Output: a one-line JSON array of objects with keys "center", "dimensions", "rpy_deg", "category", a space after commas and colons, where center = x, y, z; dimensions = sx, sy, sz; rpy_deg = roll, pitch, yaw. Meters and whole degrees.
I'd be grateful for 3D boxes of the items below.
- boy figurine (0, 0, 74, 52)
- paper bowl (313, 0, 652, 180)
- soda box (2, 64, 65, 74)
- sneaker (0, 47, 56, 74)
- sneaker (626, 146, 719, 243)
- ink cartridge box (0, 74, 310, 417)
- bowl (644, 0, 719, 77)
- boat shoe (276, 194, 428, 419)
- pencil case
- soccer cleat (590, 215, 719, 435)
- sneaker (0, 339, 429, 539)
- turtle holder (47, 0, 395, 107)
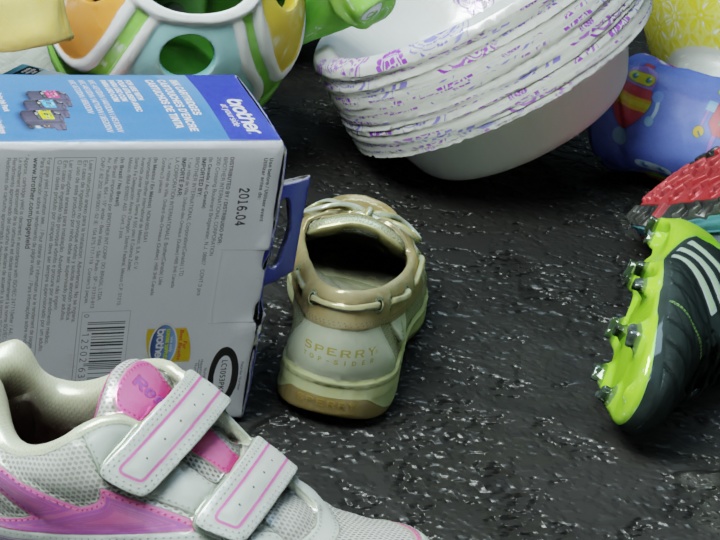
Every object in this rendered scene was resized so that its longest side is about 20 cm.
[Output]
[{"center": [-0.227, -0.117, 0.927], "dimensions": [0.199, 0.065, 0.124], "rpy_deg": [-19, 10, 25], "category": "boy figurine"}, {"center": [0.080, -0.130, 1.074], "dimensions": [0.200, 0.105, 0.201], "rpy_deg": [-24, 20, 10], "category": "paper bowl"}, {"center": [-0.189, -0.045, 0.899], "dimensions": [0.068, 0.064, 0.200], "rpy_deg": [14, 23, 14], "category": "soda box"}, {"center": [-0.206, -0.118, 1.073], "dimensions": [0.199, 0.072, 0.072], "rpy_deg": [-9, -3, -24], "category": "sneaker"}, {"center": [0.222, -0.012, 0.969], "dimensions": [0.079, 0.096, 0.200], "rpy_deg": [-36, 19, -21], "category": "sneaker"}, {"center": [-0.112, -0.008, 0.750], "dimensions": [0.199, 0.137, 0.076], "rpy_deg": [-1, 30, -21], "category": "ink cartridge box"}, {"center": [0.258, -0.138, 1.178], "dimensions": [0.199, 0.201, 0.108], "rpy_deg": [25, 67, 33], "category": "bowl"}, {"center": [-0.003, 0.000, 0.863], "dimensions": [0.073, 0.064, 0.201], "rpy_deg": [10, 24, 4], "category": "boat shoe"}, {"center": [0.235, -0.070, 1.091], "dimensions": [0.199, 0.087, 0.078], "rpy_deg": [24, 71, 33], "category": "pencil case"}, {"center": [0.162, 0.027, 0.865], "dimensions": [0.081, 0.068, 0.200], "rpy_deg": [25, 25, 5], "category": "soccer cleat"}, {"center": [-0.067, 0.080, 0.626], "dimensions": [0.199, 0.089, 0.081], "rpy_deg": [12, 24, 6], "category": "sneaker"}, {"center": [-0.085, -0.143, 1.008], "dimensions": [0.185, 0.142, 0.132], "rpy_deg": [25, -16, -9], "category": "turtle holder"}]
